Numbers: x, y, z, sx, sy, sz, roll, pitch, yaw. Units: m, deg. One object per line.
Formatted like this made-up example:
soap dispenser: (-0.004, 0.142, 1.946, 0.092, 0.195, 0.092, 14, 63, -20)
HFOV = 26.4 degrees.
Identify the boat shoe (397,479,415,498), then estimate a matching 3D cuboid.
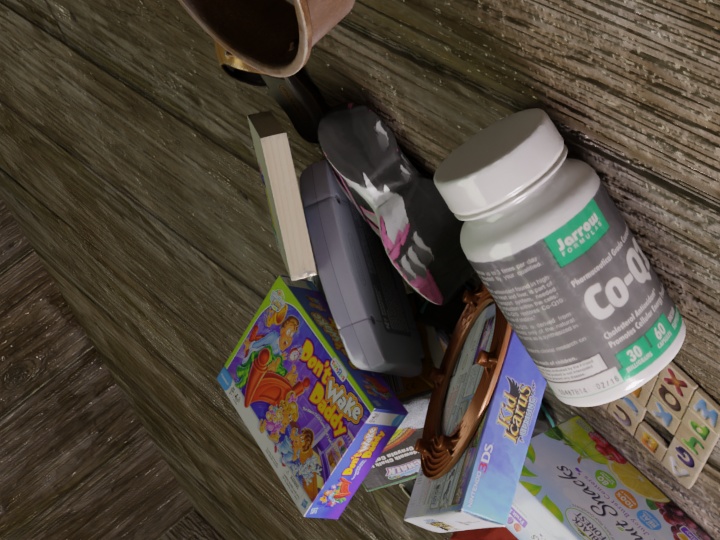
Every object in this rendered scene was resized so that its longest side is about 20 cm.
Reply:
boat shoe: (0.117, 0.268, 1.742, 0.060, 0.074, 0.200, -23, 132, 37)

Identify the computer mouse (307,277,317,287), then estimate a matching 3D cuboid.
computer mouse: (-0.010, 0.056, 1.700, 0.044, 0.110, 0.201, 6, 130, 30)

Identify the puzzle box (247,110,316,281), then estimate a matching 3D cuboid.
puzzle box: (-0.075, -0.076, 1.441, 0.200, 0.025, 0.134, -121, 18, -76)

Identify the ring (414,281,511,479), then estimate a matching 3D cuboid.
ring: (0.088, 0.085, 1.341, 0.019, 0.201, 0.200, 21, 165, -9)

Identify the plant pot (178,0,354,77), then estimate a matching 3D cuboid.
plant pot: (-0.024, -0.253, 0.909, 0.200, 0.198, 0.200, 46, 163, 19)

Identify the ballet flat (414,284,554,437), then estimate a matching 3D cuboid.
ballet flat: (0.114, 0.102, 1.496, 0.200, 0.068, 0.068, 56, 160, -16)

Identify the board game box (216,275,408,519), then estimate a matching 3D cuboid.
board game box: (-0.050, 0.119, 1.470, 0.045, 0.135, 0.200, 12, -151, -42)

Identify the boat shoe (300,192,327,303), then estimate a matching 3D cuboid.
boat shoe: (-0.012, -0.002, 1.524, 0.072, 0.062, 0.201, 105, 147, -58)

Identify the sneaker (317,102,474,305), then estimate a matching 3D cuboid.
sneaker: (0.035, -0.062, 1.386, 0.200, 0.080, 0.086, 59, 175, 2)

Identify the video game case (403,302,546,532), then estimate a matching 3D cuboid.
video game case: (0.108, 0.126, 1.334, 0.045, 0.201, 0.181, 20, 165, -8)

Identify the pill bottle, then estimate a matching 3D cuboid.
pill bottle: (0.143, -0.010, 1.120, 0.200, 0.113, 0.113, 56, 162, -16)

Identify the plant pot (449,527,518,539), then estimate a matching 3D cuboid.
plant pot: (0.174, 0.350, 1.617, 0.201, 0.201, 0.196, 39, 160, 34)

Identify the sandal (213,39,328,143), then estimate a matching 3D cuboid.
sandal: (-0.102, -0.197, 1.463, 0.200, 0.055, 0.082, 55, 164, -16)

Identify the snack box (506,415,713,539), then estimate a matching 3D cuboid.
snack box: (0.218, 0.230, 1.368, 0.200, 0.142, 0.053, 43, 127, 24)

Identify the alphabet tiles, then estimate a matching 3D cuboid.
alphabet tiles: (0.221, 0.086, 1.298, 0.200, 0.008, 0.167, 45, 162, 20)

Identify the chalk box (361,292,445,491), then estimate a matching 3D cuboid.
chalk box: (0.037, 0.138, 1.586, 0.200, 0.124, 0.124, 64, -168, -53)

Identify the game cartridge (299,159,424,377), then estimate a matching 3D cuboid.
game cartridge: (0.000, 0.000, 1.427, 0.133, 0.040, 0.201, 24, -132, -68)
